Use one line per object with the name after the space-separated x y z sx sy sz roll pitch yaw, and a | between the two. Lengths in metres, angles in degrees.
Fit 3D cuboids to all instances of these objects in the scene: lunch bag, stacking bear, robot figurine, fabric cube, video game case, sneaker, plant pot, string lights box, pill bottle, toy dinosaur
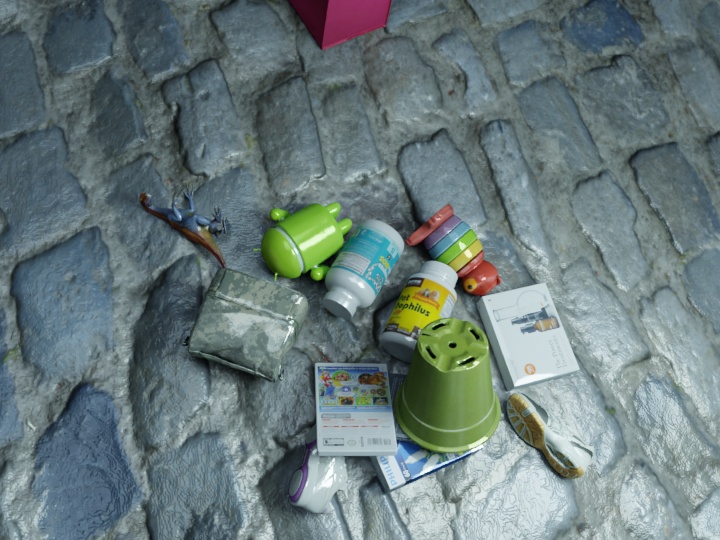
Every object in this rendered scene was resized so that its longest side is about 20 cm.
-0.217 0.109 1.336 0.200 0.139 0.168 20 64 0 | lunch bag
0.212 -0.032 1.490 0.200 0.121 0.114 50 41 3 | stacking bear
-0.117 -0.061 1.440 0.200 0.116 0.176 -33 84 -21 | robot figurine
-0.049 -0.695 1.684 0.200 0.196 0.199 -27 73 -20 | fabric cube
0.095 0.262 1.336 0.200 0.019 0.143 7 44 9 | video game case
0.376 0.315 1.393 0.088 0.076 0.200 -34 79 -37 | sneaker
0.159 0.190 1.260 0.200 0.190 0.200 -2 43 2 | plant pot
0.119 0.335 1.336 0.200 0.059 0.103 -19 68 -18 | string lights box
0.000 0.000 1.436 0.111 0.111 0.200 30 66 4 | pill bottle
-0.368 -0.104 1.437 0.181 0.105 0.200 -2 78 12 | toy dinosaur
0.126 0.082 1.422 0.109 0.109 0.200 26 65 2 | pill bottle
-0.012 0.255 1.310 0.143 0.018 0.200 2 43 -7 | video game case
-0.062 0.354 1.305 0.100 0.075 0.200 35 60 -20 | sneaker

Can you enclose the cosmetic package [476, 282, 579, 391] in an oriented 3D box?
0.348 0.137 1.468 0.151 0.052 0.200 -13 69 -12 | cosmetic package
